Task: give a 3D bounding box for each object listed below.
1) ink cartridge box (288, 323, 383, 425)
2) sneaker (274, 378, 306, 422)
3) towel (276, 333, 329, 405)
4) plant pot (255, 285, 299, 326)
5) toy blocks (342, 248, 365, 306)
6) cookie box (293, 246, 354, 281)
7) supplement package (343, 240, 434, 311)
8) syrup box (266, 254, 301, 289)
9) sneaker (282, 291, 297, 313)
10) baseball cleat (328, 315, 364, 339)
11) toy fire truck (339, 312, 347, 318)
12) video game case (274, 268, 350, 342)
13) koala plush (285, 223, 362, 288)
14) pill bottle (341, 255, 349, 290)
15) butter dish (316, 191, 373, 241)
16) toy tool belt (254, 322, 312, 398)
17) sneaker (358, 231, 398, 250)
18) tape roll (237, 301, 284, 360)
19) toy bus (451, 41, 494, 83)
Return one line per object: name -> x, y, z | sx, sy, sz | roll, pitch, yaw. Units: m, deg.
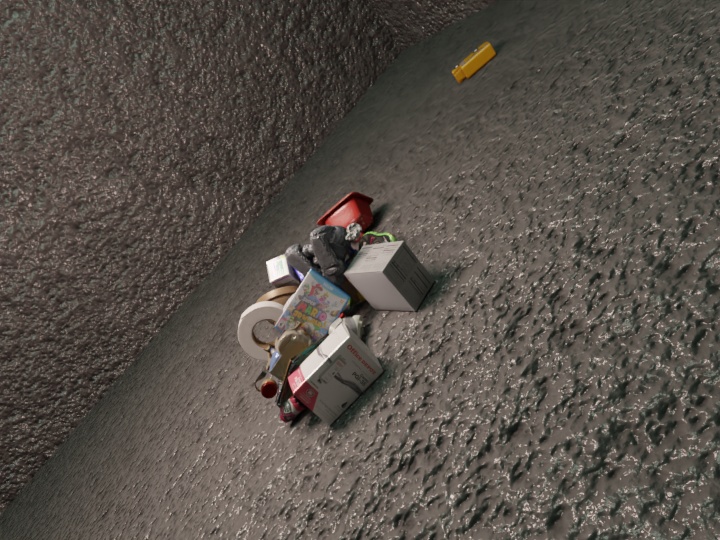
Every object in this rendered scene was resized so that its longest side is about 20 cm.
ink cartridge box -> -0.062, 0.259, 1.405 | 0.200, 0.147, 0.083 | -44, 25, 1
sneaker -> -0.214, 0.350, 1.599 | 0.075, 0.081, 0.200 | -44, 23, 3
towel -> -0.149, 0.266, 1.508 | 0.199, 0.021, 0.150 | -28, -40, -61
plant pot -> -0.261, 0.139, 1.958 | 0.198, 0.198, 0.095 | -30, 66, 30
toy blocks -> 0.000, 0.000, 1.741 | 0.198, 0.137, 0.101 | -35, 24, 20
cookie box -> -0.118, -0.032, 1.954 | 0.199, 0.171, 0.076 | -43, 64, 3
supplement package -> 0.077, 0.019, 1.554 | 0.112, 0.156, 0.198 | -52, 24, -22
syrup box -> -0.249, 0.028, 1.964 | 0.079, 0.200, 0.081 | -21, 63, 9
sneaker -> -0.150, 0.105, 1.707 | 0.198, 0.115, 0.075 | -37, 63, -27
baseball cleat -> -0.043, 0.198, 1.551 | 0.103, 0.072, 0.201 | -4, 27, 13
toy fire truck -> -0.093, 0.192, 1.695 | 0.142, 0.049, 0.198 | -54, 24, -17
video game case -> -0.138, 0.119, 1.610 | 0.203, 0.141, 0.018 | -56, 1, 8
koala plush -> -0.088, -0.061, 1.674 | 0.175, 0.185, 0.201 | -28, 18, 37
pill bottle -> -0.102, 0.045, 1.870 | 0.198, 0.111, 0.112 | -38, 24, 15
butter dish -> -0.030, -0.177, 2.093 | 0.198, 0.150, 0.198 | -37, -16, 19
toy tool belt -> -0.214, 0.246, 1.558 | 0.203, 0.123, 0.123 | -56, 17, 5
sneaker -> 0.046, -0.079, 1.873 | 0.084, 0.077, 0.198 | -50, 22, -24
tape roll -> -0.307, 0.200, 1.846 | 0.201, 0.203, 0.037 | -39, 22, 10
toy bus -> 0.507, -0.929, 2.511 | 0.198, 0.065, 0.079 | -38, 25, 16
